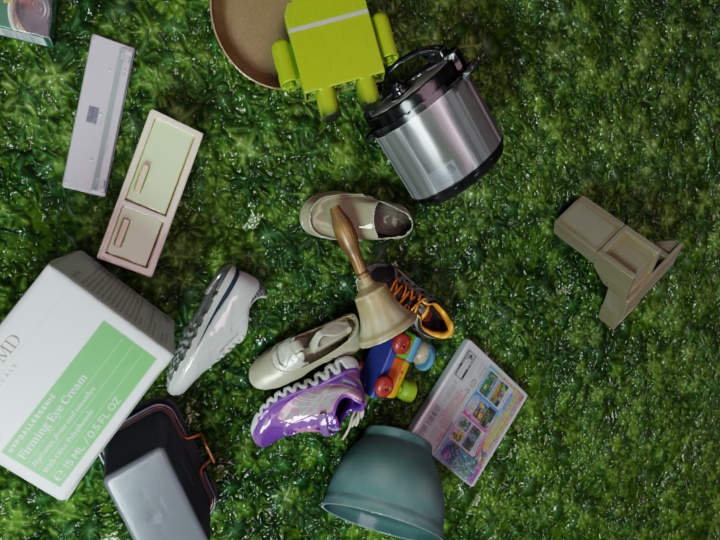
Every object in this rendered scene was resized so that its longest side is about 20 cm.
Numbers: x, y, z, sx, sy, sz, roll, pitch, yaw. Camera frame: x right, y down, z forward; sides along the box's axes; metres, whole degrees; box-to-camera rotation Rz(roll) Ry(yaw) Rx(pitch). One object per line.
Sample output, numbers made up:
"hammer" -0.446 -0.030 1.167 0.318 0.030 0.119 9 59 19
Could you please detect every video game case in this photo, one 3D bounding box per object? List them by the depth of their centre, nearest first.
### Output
"video game case" 0.198 0.261 1.004 0.181 0.024 0.203 40 79 -21

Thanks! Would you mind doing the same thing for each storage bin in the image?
"storage bin" -0.269 0.300 0.758 0.142 0.134 0.206 -25 105 -17

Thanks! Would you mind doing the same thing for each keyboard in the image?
"keyboard" -0.353 -0.208 0.741 0.054 0.011 0.208 12 90 -17

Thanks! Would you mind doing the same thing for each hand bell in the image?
"hand bell" 0.000 0.000 0.825 0.102 0.104 0.206 -27 97 -17

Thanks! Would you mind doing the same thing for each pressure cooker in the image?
"pressure cooker" 0.108 -0.229 0.836 0.175 0.178 0.202 -41 109 -10

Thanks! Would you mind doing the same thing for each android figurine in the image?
"android figurine" -0.038 -0.318 0.777 0.176 0.041 0.207 -17 83 -4

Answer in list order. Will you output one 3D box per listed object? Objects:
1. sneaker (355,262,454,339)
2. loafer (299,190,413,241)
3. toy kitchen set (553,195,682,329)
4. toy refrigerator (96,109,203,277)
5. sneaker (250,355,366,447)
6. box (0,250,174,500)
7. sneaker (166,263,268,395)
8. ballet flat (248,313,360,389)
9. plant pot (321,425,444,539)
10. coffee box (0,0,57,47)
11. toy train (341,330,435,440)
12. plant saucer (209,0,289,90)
"sneaker" 0.079 0.051 0.906 0.196 0.077 0.080 31 85 -20
"loafer" 0.001 -0.086 0.864 0.193 0.068 0.079 -1 96 -22
"toy kitchen set" 0.494 -0.037 1.070 0.162 0.180 0.202 -39 147 -10
"toy refrigerator" -0.284 -0.103 0.746 0.074 0.070 0.207 21 88 -22
"sneaker" -0.072 0.217 0.839 0.196 0.089 0.082 -29 146 -11
"box" -0.351 0.111 0.670 0.170 0.199 0.201 40 82 -18
"sneaker" -0.210 0.096 0.798 0.080 0.076 0.204 34 84 -30
"ballet flat" -0.081 0.119 0.850 0.195 0.069 0.072 -21 103 -24
"plant pot" 0.047 0.333 0.875 0.196 0.199 0.138 29 58 -21
"coffee box" -0.472 -0.358 0.658 0.193 0.044 0.128 7 93 -23
"toy train" 0.047 0.194 0.911 0.114 0.084 0.206 26 85 -35
"plant saucer" -0.124 -0.369 0.803 0.193 0.035 0.209 -3 97 -22
